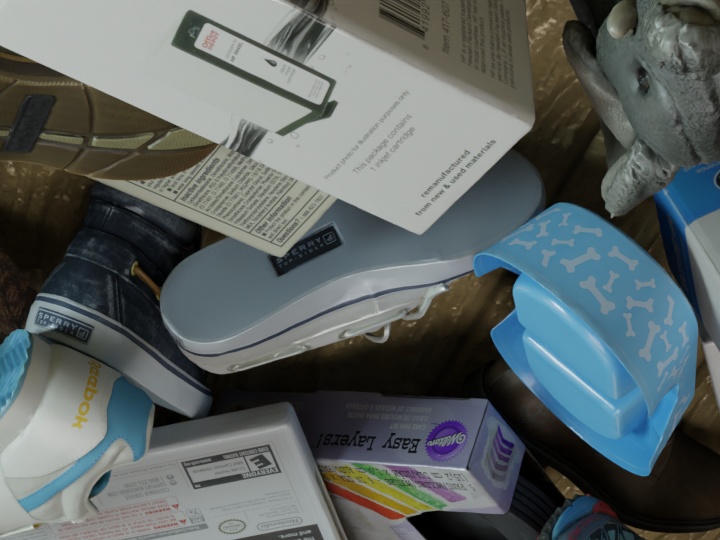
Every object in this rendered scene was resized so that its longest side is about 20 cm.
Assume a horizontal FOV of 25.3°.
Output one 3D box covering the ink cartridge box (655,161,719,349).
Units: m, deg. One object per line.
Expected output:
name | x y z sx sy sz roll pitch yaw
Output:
ink cartridge box | 0.239 0.015 0.717 0.146 0.200 0.084 -21 137 0

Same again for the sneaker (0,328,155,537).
sneaker | -0.173 0.104 0.806 0.081 0.077 0.200 24 143 -20

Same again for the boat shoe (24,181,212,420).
boat shoe | -0.109 0.020 0.860 0.071 0.091 0.200 21 169 13

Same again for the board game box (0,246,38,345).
board game box | -0.283 0.067 0.824 0.097 0.159 0.200 51 127 3

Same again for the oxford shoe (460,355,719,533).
oxford shoe | 0.162 0.097 0.943 0.200 0.073 0.084 26 130 -27

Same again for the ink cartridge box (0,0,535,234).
ink cartridge box | -0.036 -0.124 0.635 0.200 0.146 0.084 24 135 -23

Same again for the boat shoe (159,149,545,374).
boat shoe | 0.001 0.004 0.821 0.201 0.075 0.086 -25 153 -5

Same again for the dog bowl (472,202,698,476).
dog bowl | 0.118 0.034 0.800 0.050 0.111 0.200 -45 156 -9

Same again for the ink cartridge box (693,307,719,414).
ink cartridge box | 0.269 0.055 0.885 0.146 0.083 0.200 -13 136 14

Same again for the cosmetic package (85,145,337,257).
cosmetic package | -0.093 -0.098 0.708 0.200 0.087 0.103 24 134 -26

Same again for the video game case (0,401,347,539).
video game case | -0.109 0.163 0.931 0.199 0.023 0.182 -12 128 9

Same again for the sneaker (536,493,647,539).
sneaker | 0.162 0.183 0.894 0.095 0.080 0.200 23 179 38

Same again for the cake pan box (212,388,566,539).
cake pan box | 0.032 0.140 0.962 0.199 0.052 0.184 -1 146 33

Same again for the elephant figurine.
elephant figurine | 0.131 -0.087 0.635 0.155 0.200 0.142 21 134 -22

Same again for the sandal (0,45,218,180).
sandal | -0.146 -0.081 0.627 0.199 0.054 0.080 7 146 -31
